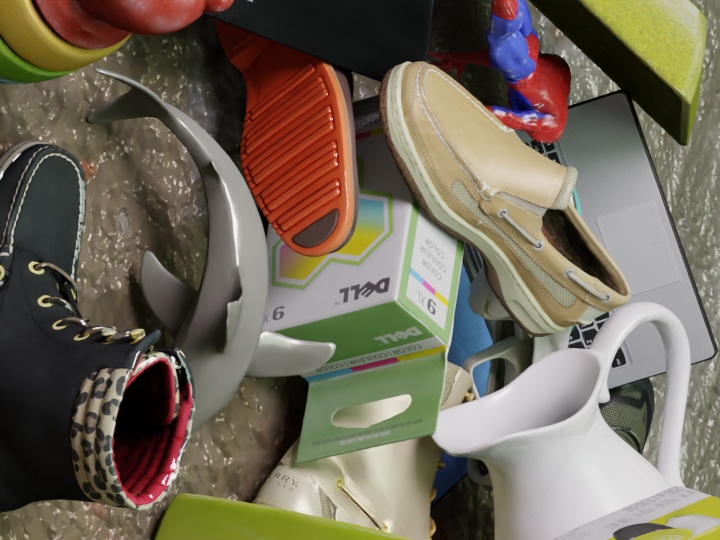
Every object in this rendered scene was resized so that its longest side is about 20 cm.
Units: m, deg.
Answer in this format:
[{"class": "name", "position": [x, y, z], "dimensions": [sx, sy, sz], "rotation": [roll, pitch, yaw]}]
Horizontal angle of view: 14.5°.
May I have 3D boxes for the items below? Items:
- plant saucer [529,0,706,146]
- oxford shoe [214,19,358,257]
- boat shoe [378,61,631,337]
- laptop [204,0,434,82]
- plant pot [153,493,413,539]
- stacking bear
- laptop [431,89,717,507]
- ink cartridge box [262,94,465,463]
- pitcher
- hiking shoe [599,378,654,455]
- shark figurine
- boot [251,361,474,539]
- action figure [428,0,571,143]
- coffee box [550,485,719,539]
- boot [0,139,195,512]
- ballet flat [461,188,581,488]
[{"class": "plant saucer", "position": [0.136, -0.169, 1.666], "dimensions": [0.200, 0.200, 0.048], "rotation": [44, 91, 7]}, {"class": "oxford shoe", "position": [-0.024, -0.087, 1.573], "dimensions": [0.072, 0.071, 0.201], "rotation": [31, 38, -46]}, {"class": "boat shoe", "position": [0.087, -0.046, 1.570], "dimensions": [0.200, 0.076, 0.072], "rotation": [48, 43, -35]}, {"class": "laptop", "position": [-0.048, -0.212, 1.574], "dimensions": [0.177, 0.200, 0.104], "rotation": [18, 113, -46]}, {"class": "plant pot", "position": [-0.020, 0.253, 1.522], "dimensions": [0.199, 0.199, 0.182], "rotation": [42, 66, -39]}, {"class": "stacking bear", "position": [-0.148, -0.150, 1.392], "dimensions": [0.122, 0.199, 0.114], "rotation": [53, 53, -32]}, {"class": "laptop", "position": [0.098, 0.020, 1.720], "dimensions": [0.116, 0.199, 0.188], "rotation": [-79, 150, -67]}, {"class": "ink cartridge box", "position": [0.000, 0.000, 1.589], "dimensions": [0.059, 0.103, 0.201], "rotation": [39, 49, -41]}, {"class": "pitcher", "position": [0.149, 0.134, 1.649], "dimensions": [0.171, 0.121, 0.201], "rotation": [-35, 115, -19]}, {"class": "hiking shoe", "position": [0.163, 0.153, 1.789], "dimensions": [0.076, 0.100, 0.201], "rotation": [42, 60, -40]}, {"class": "shark figurine", "position": [-0.080, -0.004, 1.503], "dimensions": [0.090, 0.127, 0.216], "rotation": [-91, 178, -82]}, {"class": "boot", "position": [0.031, 0.134, 1.661], "dimensions": [0.200, 0.073, 0.156], "rotation": [39, 68, -32]}, {"class": "action figure", "position": [0.064, -0.129, 1.623], "dimensions": [0.200, 0.098, 0.066], "rotation": [58, 37, -54]}, {"class": "coffee box", "position": [0.175, 0.250, 1.436], "dimensions": [0.199, 0.197, 0.201], "rotation": [-19, 114, -40]}, {"class": "boot", "position": [-0.141, 0.030, 1.425], "dimensions": [0.073, 0.153, 0.205], "rotation": [29, 68, -43]}, {"class": "ballet flat", "position": [0.093, 0.040, 1.681], "dimensions": [0.069, 0.069, 0.201], "rotation": [-14, 112, -47]}]
